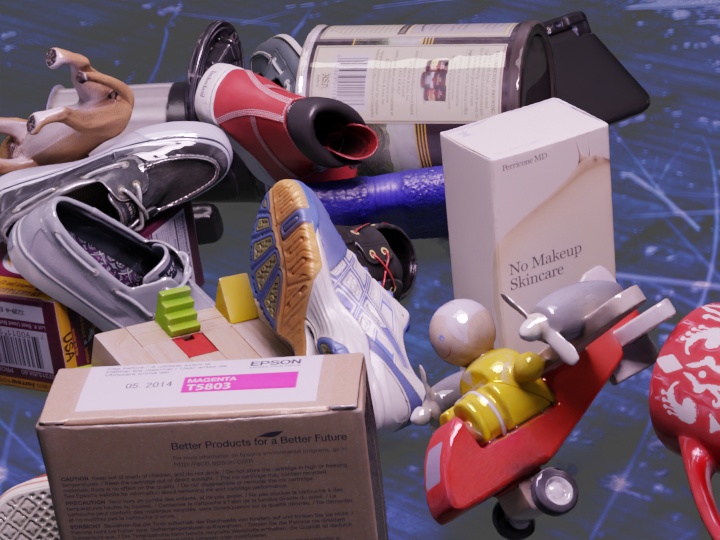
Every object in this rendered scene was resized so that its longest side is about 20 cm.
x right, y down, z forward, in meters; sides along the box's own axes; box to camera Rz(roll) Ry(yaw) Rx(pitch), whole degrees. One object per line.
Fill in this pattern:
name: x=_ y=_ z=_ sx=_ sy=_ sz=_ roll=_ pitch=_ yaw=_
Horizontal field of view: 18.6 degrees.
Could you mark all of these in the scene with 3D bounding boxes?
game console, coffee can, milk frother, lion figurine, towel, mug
game console: x=0.139 y=-0.162 z=2.086 sx=0.200 sy=0.117 sz=0.176 roll=-20 pitch=0 yaw=-27
coffee can: x=0.060 y=-0.144 z=1.918 sx=0.199 sy=0.147 sz=0.146 roll=2 pitch=27 yaw=18
milk frother: x=-0.181 y=-0.132 z=1.897 sx=0.187 sy=0.201 sz=0.181 roll=-3 pitch=30 yaw=7
lion figurine: x=-0.232 y=-0.112 z=1.739 sx=0.122 sy=0.073 sz=0.200 roll=9 pitch=-20 yaw=-42
towel: x=0.038 y=-0.050 z=1.800 sx=0.199 sy=0.050 sz=0.148 roll=-7 pitch=-5 yaw=3
mug: x=0.278 y=0.102 z=1.410 sx=0.177 sy=0.134 sz=0.200 roll=-23 pitch=28 yaw=-33

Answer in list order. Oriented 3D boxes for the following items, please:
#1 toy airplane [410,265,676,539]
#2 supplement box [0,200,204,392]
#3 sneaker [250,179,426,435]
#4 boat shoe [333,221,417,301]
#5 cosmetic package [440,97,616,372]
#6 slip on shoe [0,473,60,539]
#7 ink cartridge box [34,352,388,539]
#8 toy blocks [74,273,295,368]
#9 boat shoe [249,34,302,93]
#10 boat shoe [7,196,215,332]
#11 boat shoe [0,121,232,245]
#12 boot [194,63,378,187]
toy airplane: x=0.112 y=0.062 z=1.451 sx=0.141 sy=0.200 sz=0.199 roll=40 pitch=14 yaw=-2
supplement box: x=-0.224 y=0.011 z=1.744 sx=0.110 sy=0.086 sz=0.200 roll=8 pitch=29 yaw=26
sneaker: x=-0.014 y=0.028 z=1.559 sx=0.088 sy=0.201 sz=0.075 roll=-2 pitch=-26 yaw=-38
boat shoe: x=0.000 y=-0.003 z=1.684 sx=0.063 sy=0.074 sz=0.201 roll=-9 pitch=2 yaw=13
cosmetic package: x=0.124 y=-0.011 z=1.583 sx=0.103 sy=0.201 sz=0.073 roll=-19 pitch=29 yaw=-23
slip on shoe: x=-0.145 y=0.154 z=1.466 sx=0.199 sy=0.074 sz=0.061 roll=-7 pitch=7 yaw=-6
ink cartridge box: x=-0.087 y=0.141 z=1.367 sx=0.199 sy=0.165 sz=0.075 roll=-3 pitch=27 yaw=6
toy blocks: x=-0.095 y=0.087 z=1.573 sx=0.200 sy=0.100 sz=0.137 roll=-12 pitch=39 yaw=-33
boat shoe: x=-0.076 y=-0.174 z=2.095 sx=0.062 sy=0.073 sz=0.200 roll=-21 pitch=26 yaw=-15
boat shoe: x=-0.165 y=0.010 z=1.638 sx=0.071 sy=0.201 sz=0.070 roll=-37 pitch=33 yaw=40
boat shoe: x=-0.191 y=-0.055 z=1.712 sx=0.199 sy=0.072 sz=0.071 roll=-18 pitch=39 yaw=-7
boot: x=-0.026 y=-0.095 z=1.771 sx=0.144 sy=0.073 sz=0.200 roll=19 pitch=-8 yaw=34
